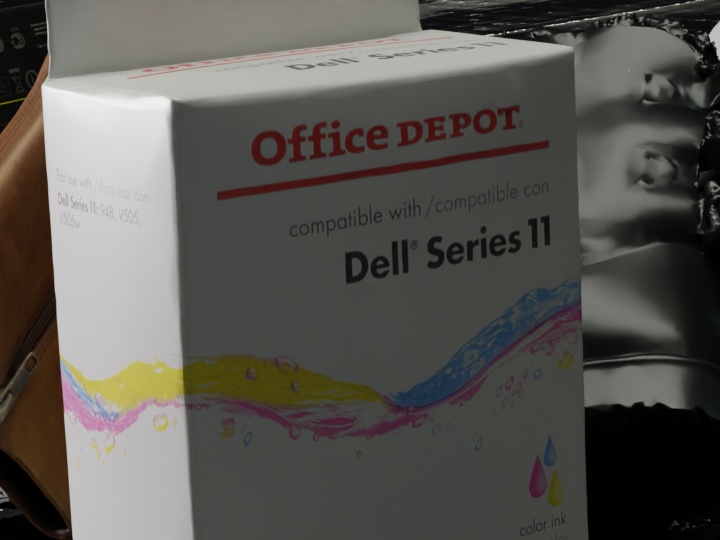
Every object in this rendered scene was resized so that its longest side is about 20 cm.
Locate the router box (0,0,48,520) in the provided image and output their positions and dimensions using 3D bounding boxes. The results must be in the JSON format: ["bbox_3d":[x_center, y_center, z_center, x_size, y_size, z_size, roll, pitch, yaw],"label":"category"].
[{"bbox_3d":[-0.074,-0.015,0.867,0.062,0.151,0.200,-15,3,36],"label":"router box"}]

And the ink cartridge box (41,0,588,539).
[{"bbox_3d":[-0.009,0.007,0.635,0.116,0.202,0.067,-11,14,-32],"label":"ink cartridge box"}]

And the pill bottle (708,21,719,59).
[{"bbox_3d":[0.201,-0.053,1.083,0.198,0.117,0.116,0,12,12],"label":"pill bottle"}]

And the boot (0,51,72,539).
[{"bbox_3d":[-0.048,-0.008,0.792,0.068,0.189,0.201,4,57,27],"label":"boot"}]

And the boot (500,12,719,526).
[{"bbox_3d":[0.029,-0.001,0.776,0.197,0.074,0.163,-5,46,11],"label":"boot"}]
